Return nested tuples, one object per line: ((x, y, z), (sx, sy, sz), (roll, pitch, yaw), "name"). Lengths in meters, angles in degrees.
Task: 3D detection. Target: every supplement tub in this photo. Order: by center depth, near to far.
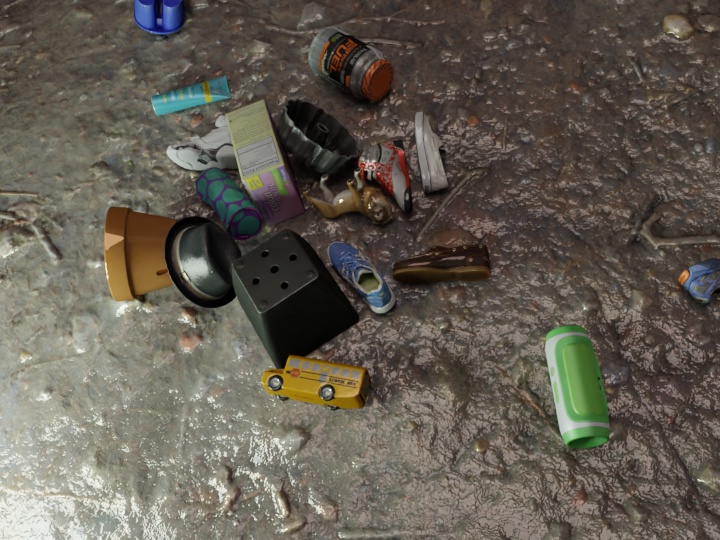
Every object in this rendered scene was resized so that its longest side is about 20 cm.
((-0.021, -0.498, 1.681), (0.199, 0.123, 0.123), (36, 73, 27), "supplement tub")

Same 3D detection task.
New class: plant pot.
((-0.147, 0.041, 1.377), (0.199, 0.178, 0.200), (-32, 59, -6), "plant pot")
((-0.460, -0.039, 1.492), (0.138, 0.201, 0.202), (-4, 59, -8), "plant pot")

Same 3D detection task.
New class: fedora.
((-0.306, -0.027, 1.437), (0.091, 0.199, 0.203), (-21, 51, 42), "fedora")

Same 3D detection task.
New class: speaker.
((0.381, 0.204, 1.225), (0.087, 0.089, 0.203), (-7, 60, 8), "speaker")

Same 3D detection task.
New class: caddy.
((-0.567, -0.752, 1.955), (0.139, 0.105, 0.202), (0, 58, -15), "caddy")

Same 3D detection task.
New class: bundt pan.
((-0.102, -0.293, 1.563), (0.076, 0.200, 0.203), (-52, 55, 29), "bundt pan")

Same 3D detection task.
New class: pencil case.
((-0.297, -0.148, 1.551), (0.200, 0.084, 0.093), (47, 121, 40), "pencil case")

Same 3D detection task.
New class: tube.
((-0.437, -0.450, 1.793), (0.197, 0.051, 0.078), (-16, 66, -3), "tube")

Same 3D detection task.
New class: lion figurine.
((-0.031, -0.150, 1.515), (0.198, 0.123, 0.073), (-1, 43, 30), "lion figurine")

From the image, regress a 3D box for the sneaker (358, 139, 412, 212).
((0.053, -0.201, 1.529), (0.106, 0.068, 0.204), (-8, 55, 2), "sneaker")

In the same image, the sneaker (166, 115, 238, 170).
((-0.364, -0.308, 1.680), (0.197, 0.075, 0.116), (3, 61, 8), "sneaker")

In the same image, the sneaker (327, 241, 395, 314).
((0.000, 0.000, 1.425), (0.076, 0.077, 0.200), (-41, 60, -10), "sneaker")

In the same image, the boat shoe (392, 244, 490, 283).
((0.163, -0.015, 1.404), (0.197, 0.071, 0.071), (-2, 67, 1), "boat shoe")

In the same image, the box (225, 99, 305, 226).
((-0.211, -0.239, 1.546), (0.095, 0.177, 0.202), (-19, 59, 1), "box")

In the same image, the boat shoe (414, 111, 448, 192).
((0.159, -0.267, 1.545), (0.065, 0.072, 0.203), (-6, 61, 3), "boat shoe")

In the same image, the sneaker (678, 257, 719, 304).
((0.697, 0.008, 1.281), (0.198, 0.075, 0.079), (-22, 67, 9), "sneaker")

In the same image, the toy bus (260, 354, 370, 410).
((-0.086, 0.215, 1.331), (0.197, 0.065, 0.079), (7, 63, 16), "toy bus")
